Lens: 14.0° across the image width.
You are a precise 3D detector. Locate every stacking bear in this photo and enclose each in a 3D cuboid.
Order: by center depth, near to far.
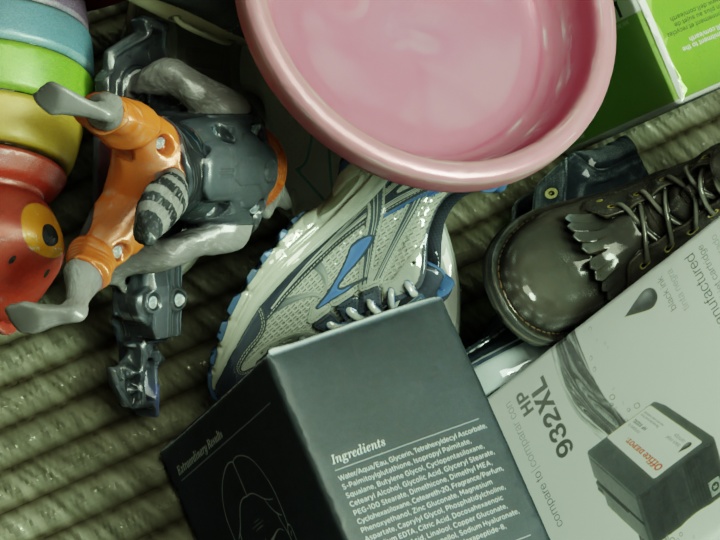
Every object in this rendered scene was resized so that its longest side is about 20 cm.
[{"bbox_3d":[-0.183,-0.071,1.458,0.121,0.113,0.201,32,56,-57],"label":"stacking bear"}]

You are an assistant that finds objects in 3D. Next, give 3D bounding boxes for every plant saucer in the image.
[{"bbox_3d":[0.028,-0.127,1.449,0.199,0.051,0.202,8,66,-19],"label":"plant saucer"}]

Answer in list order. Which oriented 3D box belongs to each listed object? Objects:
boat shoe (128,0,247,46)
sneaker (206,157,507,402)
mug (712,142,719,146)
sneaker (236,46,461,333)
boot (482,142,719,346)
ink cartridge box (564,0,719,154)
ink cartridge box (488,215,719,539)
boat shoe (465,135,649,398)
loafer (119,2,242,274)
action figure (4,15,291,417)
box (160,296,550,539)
[{"bbox_3d":[-0.073,-0.147,1.475,0.200,0.062,0.072,21,56,-52],"label":"boat shoe"},{"bbox_3d":[0.000,0.000,1.486,0.085,0.077,0.200,39,97,4],"label":"sneaker"},{"bbox_3d":[0.295,-0.027,1.654,0.185,0.115,0.152,31,52,32],"label":"mug"},{"bbox_3d":[-0.009,-0.040,1.558,0.080,0.070,0.201,-22,76,-15],"label":"sneaker"},{"bbox_3d":[0.170,-0.042,1.494,0.200,0.174,0.069,-27,85,-41],"label":"boot"},{"bbox_3d":[0.126,-0.108,1.593,0.199,0.148,0.076,-25,91,-23],"label":"ink cartridge box"},{"bbox_3d":[0.160,0.089,1.473,0.084,0.200,0.146,20,38,-48],"label":"ink cartridge box"},{"bbox_3d":[0.100,0.002,1.586,0.200,0.071,0.091,-31,83,-39],"label":"boat shoe"},{"bbox_3d":[-0.100,-0.090,1.534,0.072,0.063,0.201,15,80,-31],"label":"loafer"},{"bbox_3d":[-0.093,-0.018,1.426,0.193,0.104,0.201,-23,113,-59],"label":"action figure"},{"bbox_3d":[0.007,0.139,1.434,0.107,0.148,0.201,-18,78,-30],"label":"box"}]
